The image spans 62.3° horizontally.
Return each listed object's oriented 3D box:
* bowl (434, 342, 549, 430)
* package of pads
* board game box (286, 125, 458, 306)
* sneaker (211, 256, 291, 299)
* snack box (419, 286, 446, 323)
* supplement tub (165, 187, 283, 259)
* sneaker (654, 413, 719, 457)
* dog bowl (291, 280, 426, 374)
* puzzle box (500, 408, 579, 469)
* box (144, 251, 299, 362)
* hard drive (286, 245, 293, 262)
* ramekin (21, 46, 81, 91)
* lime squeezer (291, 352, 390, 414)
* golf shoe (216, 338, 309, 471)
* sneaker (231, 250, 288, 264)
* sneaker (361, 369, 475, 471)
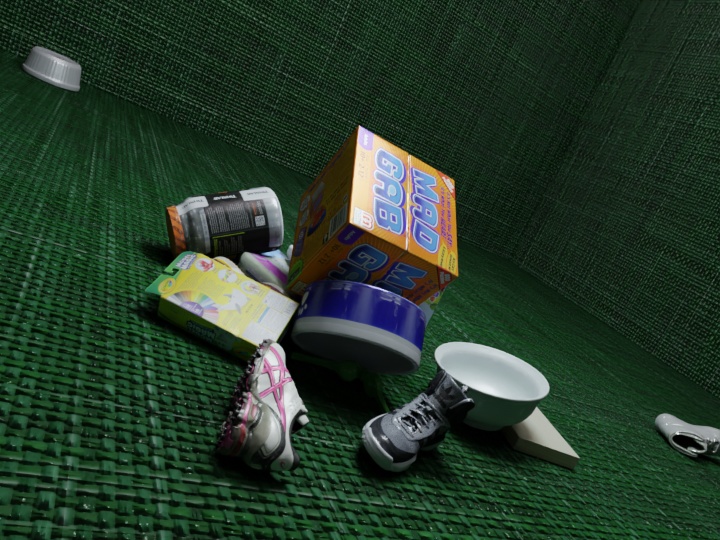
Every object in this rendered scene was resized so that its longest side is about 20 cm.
[{"bbox_3d":[0.210,0.205,1.008,0.197,0.092,0.201,11,16,-3],"label":"bowl"},{"bbox_3d":[-0.128,0.036,1.116,0.154,0.069,0.198,37,16,35],"label":"package of pads"},{"bbox_3d":[0.020,-0.061,0.973,0.197,0.200,0.203,23,50,-24],"label":"board game box"},{"bbox_3d":[-0.200,0.043,0.961,0.198,0.076,0.090,25,19,25],"label":"sneaker"},{"bbox_3d":[0.078,0.061,1.110,0.067,0.203,0.169,23,14,-14],"label":"snack box"},{"bbox_3d":[-0.250,-0.082,1.099,0.196,0.125,0.122,-11,29,-24],"label":"supplement tub"},{"bbox_3d":[0.835,0.427,1.457,0.196,0.075,0.116,17,14,6],"label":"sneaker"},{"bbox_3d":[-0.001,0.090,0.901,0.196,0.080,0.201,13,-21,5],"label":"dog bowl"},{"bbox_3d":[0.295,0.275,1.088,0.131,0.026,0.200,22,13,-16],"label":"puzzle box"},{"bbox_3d":[-0.201,0.052,0.869,0.197,0.049,0.118,28,38,1],"label":"box"},{"bbox_3d":[-0.059,0.024,1.092,0.130,0.027,0.200,23,17,-26],"label":"hard drive"},{"bbox_3d":[-1.139,-0.754,2.217,0.199,0.096,0.203,24,13,-6],"label":"ramekin"},{"bbox_3d":[-0.012,0.171,0.907,0.198,0.038,0.070,32,46,20],"label":"lime squeezer"},{"bbox_3d":[-0.104,0.156,0.691,0.091,0.073,0.201,29,22,-13],"label":"golf shoe"},{"bbox_3d":[-0.238,-0.029,1.190,0.197,0.067,0.079,25,28,-7],"label":"sneaker"},{"bbox_3d":[0.082,0.189,0.783,0.076,0.114,0.199,47,19,23],"label":"sneaker"}]
